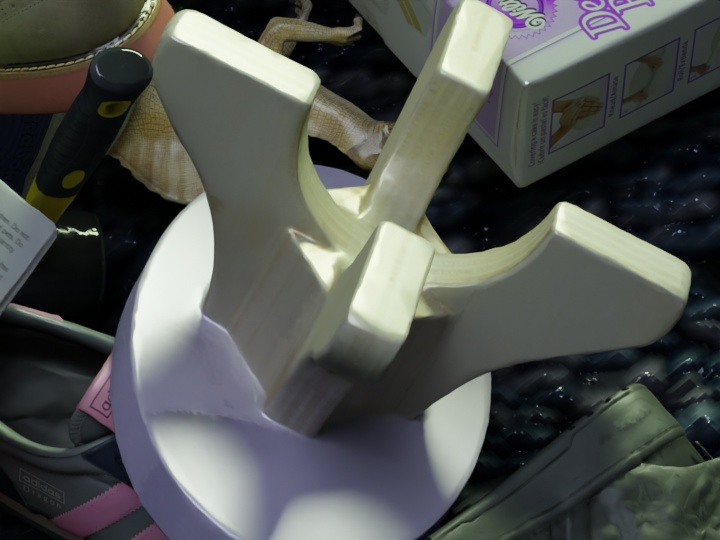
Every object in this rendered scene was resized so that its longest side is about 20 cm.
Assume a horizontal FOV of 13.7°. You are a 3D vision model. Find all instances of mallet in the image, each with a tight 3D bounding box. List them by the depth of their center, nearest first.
[{"bbox_3d":[-0.091,-0.027,0.979,0.066,0.200,0.041,2,70,-25],"label":"mallet"}]

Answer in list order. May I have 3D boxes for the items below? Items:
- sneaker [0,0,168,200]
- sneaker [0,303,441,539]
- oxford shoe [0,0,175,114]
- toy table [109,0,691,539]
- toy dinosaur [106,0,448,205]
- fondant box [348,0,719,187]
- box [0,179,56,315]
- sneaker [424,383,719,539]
[{"bbox_3d":[-0.124,-0.117,1.076,0.115,0.081,0.200,37,97,38],"label":"sneaker"},{"bbox_3d":[-0.060,0.068,0.993,0.200,0.082,0.070,20,62,19],"label":"sneaker"},{"bbox_3d":[-0.158,-0.095,0.982,0.199,0.075,0.071,-4,42,23],"label":"oxford shoe"},{"bbox_3d":[0.000,0.000,0.964,0.183,0.117,0.200,20,39,-15],"label":"toy table"},{"bbox_3d":[-0.069,-0.065,1.096,0.199,0.058,0.101,-4,58,6],"label":"toy dinosaur"},{"bbox_3d":[0.097,-0.133,1.098,0.200,0.058,0.144,-28,57,-21],"label":"fondant box"},{"bbox_3d":[-0.202,0.008,0.970,0.112,0.200,0.101,41,64,-14],"label":"box"},{"bbox_3d":[0.076,0.110,0.947,0.200,0.060,0.104,-36,78,-25],"label":"sneaker"}]
